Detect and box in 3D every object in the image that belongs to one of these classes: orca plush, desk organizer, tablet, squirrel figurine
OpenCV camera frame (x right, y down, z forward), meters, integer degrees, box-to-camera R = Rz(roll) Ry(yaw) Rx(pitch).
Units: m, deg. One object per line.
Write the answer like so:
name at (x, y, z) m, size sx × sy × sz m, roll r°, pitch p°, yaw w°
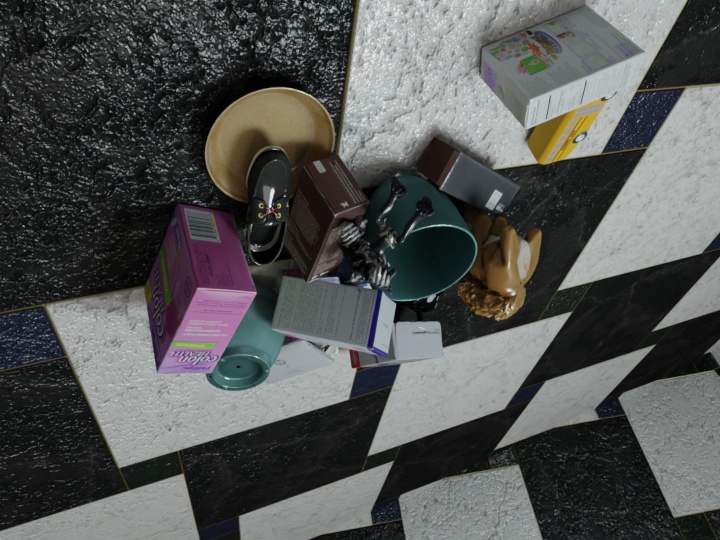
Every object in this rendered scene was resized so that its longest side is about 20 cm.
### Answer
orca plush at (0.144, 0.079, 1.206) m, size 0.102 × 0.073 × 0.200 m, roll -8°, pitch 168°, yaw 4°
desk organizer at (0.202, -0.169, 0.976) m, size 0.197 × 0.077 × 0.073 m, roll 15°, pitch 112°, yaw -43°
tablet at (-0.170, 0.211, 1.198) m, size 0.197 × 0.014 × 0.130 m, roll -23°, pitch 139°, yaw 25°
squirrel figurine at (0.227, -0.006, 1.010) m, size 0.140 × 0.184 × 0.206 m, roll -13°, pitch 109°, yaw -47°

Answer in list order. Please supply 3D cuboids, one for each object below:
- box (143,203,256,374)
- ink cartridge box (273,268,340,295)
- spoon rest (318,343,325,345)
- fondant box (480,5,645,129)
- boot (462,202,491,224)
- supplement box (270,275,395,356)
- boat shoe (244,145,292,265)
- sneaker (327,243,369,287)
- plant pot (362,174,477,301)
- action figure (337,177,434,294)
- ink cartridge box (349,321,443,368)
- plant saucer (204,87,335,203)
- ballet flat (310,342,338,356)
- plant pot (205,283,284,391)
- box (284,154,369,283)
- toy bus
box at (-0.266, 0.033, 0.847) m, size 0.095 × 0.178 × 0.201 m, roll 6°, pitch 133°, yaw -37°
ink cartridge box at (-0.084, 0.043, 1.094) m, size 0.196 × 0.042 × 0.121 m, roll -8°, pitch 140°, yaw -28°
spoon rest at (-0.091, 0.125, 1.104) m, size 0.098 × 0.062 × 0.198 m, roll -3°, pitch 173°, yaw -35°
fondant box at (0.306, -0.319, 0.818) m, size 0.196 × 0.146 × 0.059 m, roll -22°, pitch 146°, yaw -6°
boot at (0.187, -0.057, 1.124) m, size 0.197 × 0.067 × 0.175 m, roll -31°, pitch 142°, yaw 8°
supplement box at (-0.047, 0.082, 0.949) m, size 0.195 × 0.106 × 0.101 m, roll 7°, pitch 167°, yaw 19°
boat shoe at (-0.140, -0.095, 0.814) m, size 0.072 × 0.064 × 0.204 m, roll -4°, pitch 137°, yaw -24°
sneaker at (0.000, 0.000, 1.041) m, size 0.198 × 0.079 × 0.090 m, roll 23°, pitch 115°, yaw -46°
plant pot at (0.091, -0.072, 0.950) m, size 0.195 × 0.164 × 0.203 m, roll -11°, pitch 144°, yaw -8°
action figure at (0.021, -0.036, 0.789) m, size 0.101 × 0.119 × 0.202 m, roll -25°, pitch 153°, yaw -56°
ink cartridge box at (0.081, 0.178, 1.250) m, size 0.142 × 0.086 × 0.199 m, roll 2°, pitch 166°, yaw -32°
plant saucer at (-0.135, -0.188, 0.785) m, size 0.196 × 0.036 × 0.203 m, roll -17°, pitch 143°, yaw -13°
ballet flat at (-0.057, 0.150, 1.211) m, size 0.200 × 0.073 × 0.072 m, roll -42°, pitch 141°, yaw 18°
plant pot at (-0.233, 0.140, 1.001) m, size 0.195 × 0.136 × 0.203 m, roll -8°, pitch 139°, yaw -7°
box at (-0.064, -0.080, 0.866) m, size 0.074 × 0.101 × 0.201 m, roll -23°, pitch 160°, yaw -28°
toy bus at (0.375, -0.282, 0.939) m, size 0.076 × 0.066 × 0.201 m, roll -16°, pitch 156°, yaw -13°
